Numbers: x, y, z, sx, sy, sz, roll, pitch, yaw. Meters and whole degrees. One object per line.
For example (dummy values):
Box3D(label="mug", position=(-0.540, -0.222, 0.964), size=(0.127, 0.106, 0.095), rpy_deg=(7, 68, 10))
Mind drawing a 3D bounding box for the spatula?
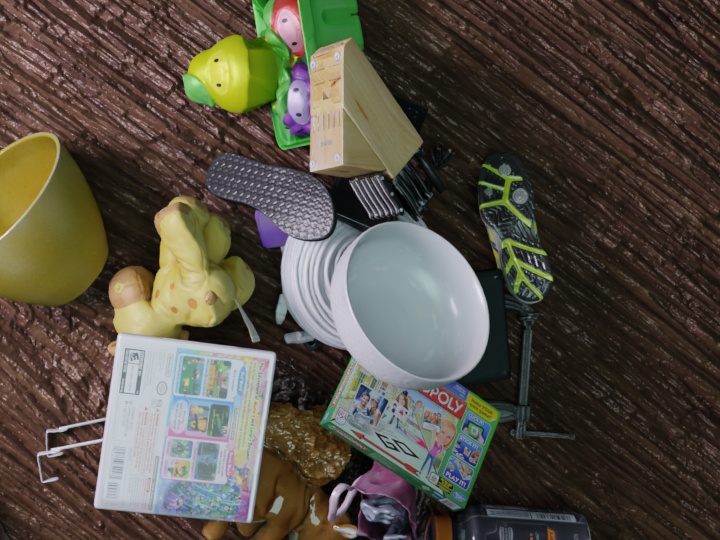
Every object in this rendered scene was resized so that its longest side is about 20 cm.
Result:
Box3D(label="spatula", position=(-0.085, 0.005, 1.649), size=(0.056, 0.021, 0.201), rpy_deg=(-15, 96, -9))

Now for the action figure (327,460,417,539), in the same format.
Box3D(label="action figure", position=(0.036, 0.247, 1.622), size=(0.148, 0.200, 0.134), rpy_deg=(10, 136, -4))

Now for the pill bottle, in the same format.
Box3D(label="pill bottle", position=(0.183, 0.352, 1.669), size=(0.199, 0.106, 0.107), rpy_deg=(5, 93, -8))

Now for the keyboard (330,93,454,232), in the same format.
Box3D(label="keyboard", position=(0.042, -0.126, 1.615), size=(0.127, 0.021, 0.200), rpy_deg=(23, 61, -4))

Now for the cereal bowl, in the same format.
Box3D(label="cereal bowl", position=(0.046, 0.048, 1.513), size=(0.200, 0.083, 0.201), rpy_deg=(16, 59, -29))

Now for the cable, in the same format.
Box3D(label="cable", position=(0.000, 0.000, 1.627), size=(0.199, 0.069, 0.201), rpy_deg=(4, 92, -17))

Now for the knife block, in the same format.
Box3D(label="knife block", position=(0.027, -0.156, 1.534), size=(0.175, 0.064, 0.201), rpy_deg=(4, 84, -40))

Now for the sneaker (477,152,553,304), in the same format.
Box3D(label="sneaker", position=(0.188, -0.051, 1.664), size=(0.075, 0.076, 0.201), rpy_deg=(-8, 77, -5))

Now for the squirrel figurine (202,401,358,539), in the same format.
Box3D(label="squirrel figurine", position=(-0.078, 0.263, 1.613), size=(0.186, 0.142, 0.200), rpy_deg=(29, 92, -15))

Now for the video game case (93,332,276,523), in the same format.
Box3D(label="video game case", position=(-0.199, 0.181, 1.498), size=(0.181, 0.024, 0.201), rpy_deg=(8, 92, -13))

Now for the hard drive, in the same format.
Box3D(label="hard drive", position=(0.086, 0.078, 1.609), size=(0.199, 0.033, 0.140), rpy_deg=(-8, 96, -18))

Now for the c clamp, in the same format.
Box3D(label="c clamp", position=(0.189, 0.123, 1.698), size=(0.170, 0.027, 0.201), rpy_deg=(-2, 96, -3))

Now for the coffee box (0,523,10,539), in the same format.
Box3D(label="coffee box", position=(-0.491, 0.331, 1.581), size=(0.113, 0.080, 0.200), rpy_deg=(-27, 97, -5))

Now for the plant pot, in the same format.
Box3D(label="plant pot", position=(-0.378, -0.041, 1.534), size=(0.200, 0.200, 0.142), rpy_deg=(-46, 125, -3))

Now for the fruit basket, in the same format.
Box3D(label="fruit basket", position=(-0.104, -0.245, 1.577), size=(0.215, 0.155, 0.216), rpy_deg=(0, 91, -26))

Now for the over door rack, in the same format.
Box3D(label="over door rack", position=(-0.293, 0.173, 1.566), size=(0.200, 0.148, 0.067), rpy_deg=(-22, 97, -7))

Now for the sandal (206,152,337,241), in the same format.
Box3D(label="sandal", position=(-0.099, -0.091, 1.588), size=(0.200, 0.048, 0.075), rpy_deg=(27, 91, 32))

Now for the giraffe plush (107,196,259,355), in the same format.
Box3D(label="giraffe plush", position=(-0.226, 0.031, 1.565), size=(0.162, 0.173, 0.200), rpy_deg=(-28, 66, 14))

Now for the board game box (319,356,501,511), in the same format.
Box3D(label="board game box", position=(0.062, 0.174, 1.547), size=(0.200, 0.029, 0.135), rpy_deg=(34, 61, -16))
